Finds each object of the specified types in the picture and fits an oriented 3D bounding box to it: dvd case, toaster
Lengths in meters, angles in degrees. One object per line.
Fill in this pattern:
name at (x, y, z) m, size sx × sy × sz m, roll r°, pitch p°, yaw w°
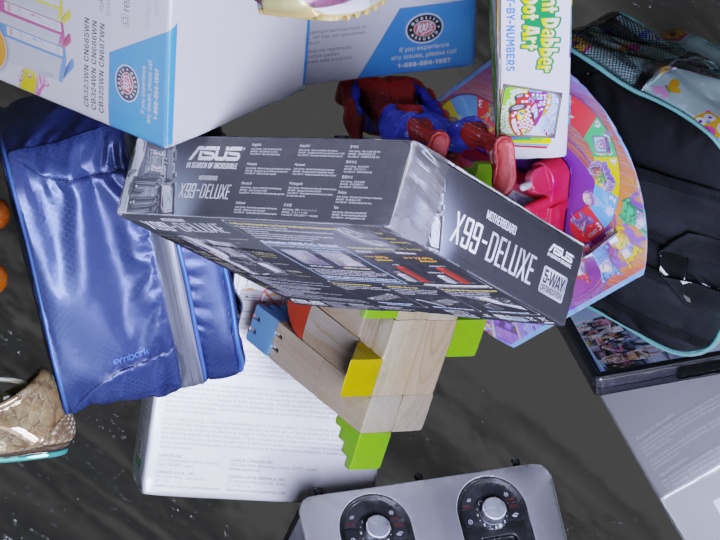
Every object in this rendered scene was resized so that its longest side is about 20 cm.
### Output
dvd case at (0.224, 0.020, 1.441) m, size 0.199 × 0.143 × 0.018 m, roll -9°, pitch 125°, yaw -10°
toaster at (0.030, 0.224, 1.485) m, size 0.180 × 0.119 × 0.200 m, roll -5°, pitch 152°, yaw -19°

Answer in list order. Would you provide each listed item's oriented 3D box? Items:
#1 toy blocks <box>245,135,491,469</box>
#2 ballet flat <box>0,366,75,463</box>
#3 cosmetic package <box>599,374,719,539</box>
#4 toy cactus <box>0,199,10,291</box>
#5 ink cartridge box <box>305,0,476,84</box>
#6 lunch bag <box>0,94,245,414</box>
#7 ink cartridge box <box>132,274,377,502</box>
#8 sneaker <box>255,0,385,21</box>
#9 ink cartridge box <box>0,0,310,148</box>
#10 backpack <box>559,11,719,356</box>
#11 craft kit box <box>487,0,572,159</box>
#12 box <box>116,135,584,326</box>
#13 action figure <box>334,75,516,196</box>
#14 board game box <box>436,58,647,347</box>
toy blocks at (0.000, 0.000, 1.359) m, size 0.100 × 0.137 × 0.201 m, roll 1°, pitch 115°, yaw -41°
ballet flat at (-0.282, 0.097, 1.403) m, size 0.199 × 0.070 × 0.066 m, roll -8°, pitch 94°, yaw -14°
cosmetic package at (0.221, 0.092, 1.451) m, size 0.107 × 0.200 × 0.090 m, roll -30°, pitch 121°, yaw 6°
toy cactus at (-0.250, -0.039, 1.241) m, size 0.102 × 0.200 × 0.166 m, roll 21°, pitch 115°, yaw 13°
ink cartridge box at (-0.011, -0.216, 1.276) m, size 0.144 × 0.084 × 0.201 m, roll -7°, pitch 120°, yaw -13°
lunch bag at (-0.137, -0.029, 1.314) m, size 0.132 × 0.136 × 0.201 m, roll -14°, pitch 113°, yaw -9°
ink cartridge box at (-0.057, 0.051, 1.452) m, size 0.160 × 0.050 × 0.201 m, roll 5°, pitch 99°, yaw -18°
sneaker at (-0.001, -0.199, 1.146) m, size 0.075 × 0.200 × 0.090 m, roll 9°, pitch 124°, yaw 24°
ink cartridge box at (-0.139, -0.169, 1.204) m, size 0.125 × 0.199 × 0.129 m, roll -30°, pitch 134°, yaw -47°
backpack at (0.193, -0.051, 1.359) m, size 0.153 × 0.200 × 0.176 m, roll -13°, pitch 124°, yaw -33°
craft kit box at (0.089, -0.199, 1.214) m, size 0.048 × 0.201 × 0.198 m, roll 0°, pitch 141°, yaw 0°
box at (-0.007, -0.022, 1.189) m, size 0.157 × 0.199 × 0.050 m, roll 28°, pitch 72°, yaw -46°
action figure at (0.027, -0.080, 1.267) m, size 0.065 × 0.200 × 0.052 m, roll -2°, pitch 109°, yaw -17°
board game box at (0.082, -0.039, 1.342) m, size 0.039 × 0.158 × 0.200 m, roll -23°, pitch 174°, yaw -40°
